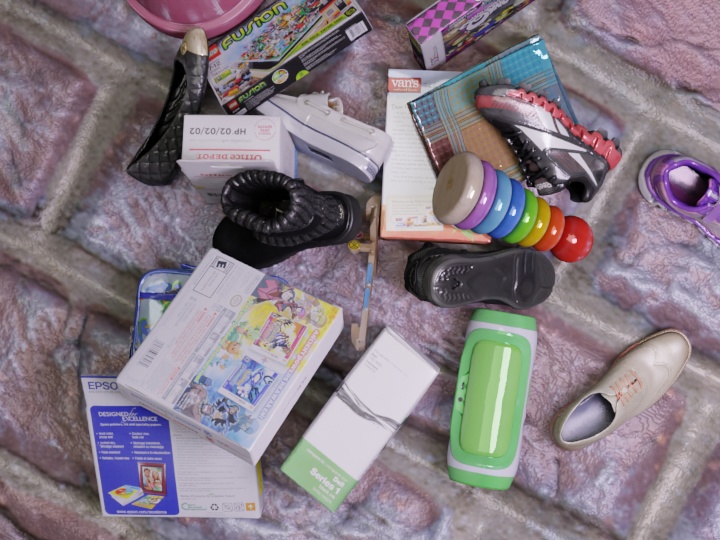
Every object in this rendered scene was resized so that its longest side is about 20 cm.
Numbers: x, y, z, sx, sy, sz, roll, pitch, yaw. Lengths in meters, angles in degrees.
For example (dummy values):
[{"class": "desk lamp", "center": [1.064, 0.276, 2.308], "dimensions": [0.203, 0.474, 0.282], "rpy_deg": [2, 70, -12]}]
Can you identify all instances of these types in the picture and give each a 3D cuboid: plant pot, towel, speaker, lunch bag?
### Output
[{"class": "plant pot", "center": [-0.205, -0.386, 1.719], "dimensions": [0.197, 0.179, 0.203], "rpy_deg": [0, 87, 4]}, {"class": "towel", "center": [0.161, -0.170, 1.704], "dimensions": [0.199, 0.022, 0.148], "rpy_deg": [-28, 100, -22]}, {"class": "speaker", "center": [0.154, 0.149, 1.713], "dimensions": [0.087, 0.088, 0.203], "rpy_deg": [9, 88, 5]}, {"class": "lunch bag", "center": [-0.173, 0.076, 1.748], "dimensions": [0.197, 0.082, 0.163], "rpy_deg": [5, 85, 4]}]

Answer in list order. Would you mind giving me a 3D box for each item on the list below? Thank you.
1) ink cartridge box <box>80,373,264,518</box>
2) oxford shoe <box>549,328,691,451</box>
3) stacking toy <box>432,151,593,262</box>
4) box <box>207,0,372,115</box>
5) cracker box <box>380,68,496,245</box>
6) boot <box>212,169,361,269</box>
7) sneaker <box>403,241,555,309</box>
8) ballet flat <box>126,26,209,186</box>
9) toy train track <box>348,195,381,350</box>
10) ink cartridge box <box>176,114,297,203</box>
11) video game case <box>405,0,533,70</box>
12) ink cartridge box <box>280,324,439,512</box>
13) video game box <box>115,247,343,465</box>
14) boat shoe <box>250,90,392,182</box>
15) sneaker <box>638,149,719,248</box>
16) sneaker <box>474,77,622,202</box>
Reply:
[{"class": "ink cartridge box", "center": [-0.217, 0.199, 1.720], "dimensions": [0.195, 0.047, 0.202], "rpy_deg": [0, 115, 6]}, {"class": "oxford shoe", "center": [0.307, 0.144, 1.704], "dimensions": [0.200, 0.074, 0.071], "rpy_deg": [-43, 85, 2]}, {"class": "stacking toy", "center": [0.182, -0.064, 1.665], "dimensions": [0.198, 0.085, 0.086], "rpy_deg": [20, 89, -26]}, {"class": "box", "center": [-0.093, -0.271, 1.747], "dimensions": [0.199, 0.035, 0.110], "rpy_deg": [-34, 48, 3]}, {"class": "cracker box", "center": [0.094, -0.134, 1.743], "dimensions": [0.132, 0.058, 0.203], "rpy_deg": [3, 89, 3]}, {"class": "boot", "center": [-0.118, -0.058, 1.664], "dimensions": [0.209, 0.157, 0.081], "rpy_deg": [-16, 78, 30]}, {"class": "sneaker", "center": [0.131, 0.003, 1.713], "dimensions": [0.197, 0.114, 0.077], "rpy_deg": [-4, 104, -34]}, {"class": "ballet flat", "center": [-0.225, -0.194, 1.751], "dimensions": [0.056, 0.066, 0.202], "rpy_deg": [12, 106, -26]}, {"class": "toy train track", "center": [0.000, 0.000, 1.696], "dimensions": [0.032, 0.115, 0.202], "rpy_deg": [4, 56, 4]}, {"class": "ink cartridge box", "center": [-0.139, -0.131, 1.689], "dimensions": [0.113, 0.200, 0.069], "rpy_deg": [1, 80, 4]}, {"class": "video game case", "center": [0.145, -0.309, 1.684], "dimensions": [0.199, 0.181, 0.036], "rpy_deg": [-35, 85, 2]}, {"class": "ink cartridge box", "center": [0.003, 0.167, 1.694], "dimensions": [0.084, 0.146, 0.201], "rpy_deg": [38, 92, 4]}, {"class": "video game box", "center": [-0.143, 0.092, 1.638], "dimensions": [0.181, 0.047, 0.201], "rpy_deg": [23, 62, 21]}, {"class": "boat shoe", "center": [-0.049, -0.176, 1.737], "dimensions": [0.199, 0.071, 0.070], "rpy_deg": [28, 78, 29]}, {"class": "sneaker", "center": [0.418, -0.076, 1.698], "dimensions": [0.198, 0.088, 0.081], "rpy_deg": [27, 89, 4]}, {"class": "sneaker", "center": [0.206, -0.143, 1.674], "dimensions": [0.199, 0.071, 0.099], "rpy_deg": [29, 78, -22]}]
